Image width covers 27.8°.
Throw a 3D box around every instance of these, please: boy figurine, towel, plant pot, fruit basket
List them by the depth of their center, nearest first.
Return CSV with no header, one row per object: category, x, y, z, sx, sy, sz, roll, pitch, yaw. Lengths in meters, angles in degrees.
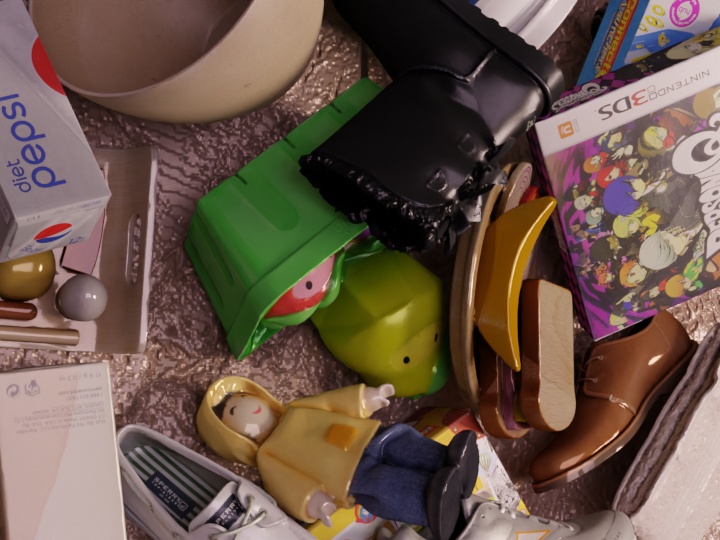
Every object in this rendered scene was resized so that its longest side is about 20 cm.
plant pot,-0.102,-0.179,0.979,0.134,0.200,0.201,35,69,-54
boy figurine,-0.019,0.118,0.993,0.124,0.199,0.065,-54,150,-39
fruit basket,0.000,0.000,1.026,0.215,0.156,0.217,4,70,-12
towel,0.272,0.143,1.156,0.200,0.034,0.133,-56,139,-17

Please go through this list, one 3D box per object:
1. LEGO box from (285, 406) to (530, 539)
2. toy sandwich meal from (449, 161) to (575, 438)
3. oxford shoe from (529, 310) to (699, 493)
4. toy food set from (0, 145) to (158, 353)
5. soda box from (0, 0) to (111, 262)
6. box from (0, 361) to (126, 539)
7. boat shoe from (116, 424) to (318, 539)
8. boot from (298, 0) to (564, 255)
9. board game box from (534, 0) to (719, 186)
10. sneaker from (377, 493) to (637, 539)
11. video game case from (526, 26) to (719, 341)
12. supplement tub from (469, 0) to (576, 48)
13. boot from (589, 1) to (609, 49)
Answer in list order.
LEGO box,0.024,0.214,1.046,0.200,0.077,0.149,-34,100,-23
toy sandwich meal,0.121,0.023,1.058,0.070,0.205,0.206,6,80,20
oxford shoe,0.188,0.098,1.139,0.200,0.071,0.071,-41,98,-33
toy food set,-0.236,-0.022,0.957,0.199,0.060,0.144,5,84,-24
soda box,-0.232,-0.110,0.926,0.068,0.063,0.201,-17,72,-32
box,-0.199,0.162,0.942,0.077,0.095,0.201,-5,86,-23
boat shoe,-0.090,0.170,0.944,0.199,0.067,0.074,26,56,21
boot,0.022,-0.112,0.963,0.198,0.073,0.163,35,67,15
board game box,0.266,-0.123,1.147,0.199,0.056,0.197,12,110,-23
sneaker,0.102,0.187,1.003,0.199,0.076,0.092,-15,88,-26
video game case,0.231,-0.066,1.110,0.181,0.036,0.201,-22,120,-5
supplement tub,0.055,-0.245,1.061,0.200,0.144,0.145,40,71,-16
boot,0.268,-0.198,1.189,0.173,0.069,0.201,3,93,-24
